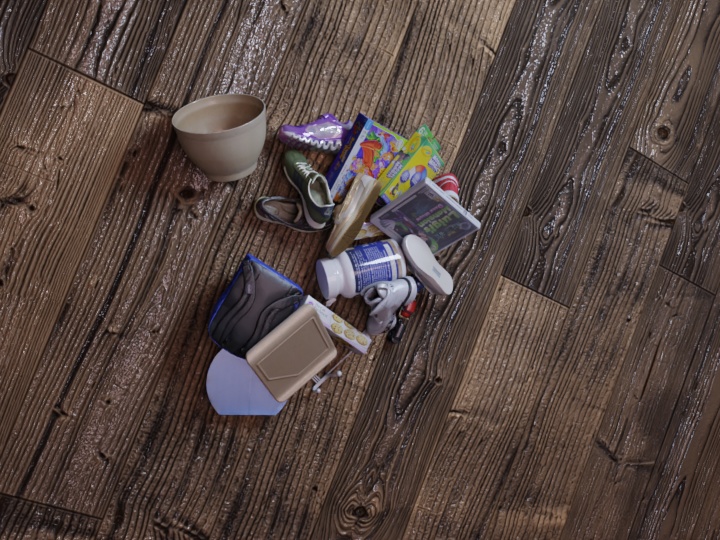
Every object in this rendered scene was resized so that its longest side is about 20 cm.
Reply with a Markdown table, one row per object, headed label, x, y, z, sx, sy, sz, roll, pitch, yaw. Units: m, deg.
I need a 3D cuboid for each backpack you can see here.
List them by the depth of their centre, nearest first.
| label | x | y | z | sx | sy | sz | roll | pitch | yaw |
| --- | --- | --- | --- | --- | --- | --- | --- | --- | --- |
| backpack | -0.237 | 0.089 | 1.526 | 0.161 | 0.168 | 0.202 | 32 | 89 | -10 |

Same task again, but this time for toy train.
| label | x | y | z | sx | sy | sz | roll | pitch | yaw |
| --- | --- | --- | --- | --- | --- | --- | --- | --- | --- |
| toy train | 0.118 | 0.090 | 1.724 | 0.034 | 0.046 | 0.203 | 23 | 87 | -20 |

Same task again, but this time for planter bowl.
| label | x | y | z | sx | sy | sz | roll | pitch | yaw |
| --- | --- | --- | --- | --- | --- | --- | --- | --- | --- |
| planter bowl | -0.290 | -0.277 | 1.476 | 0.197 | 0.201 | 0.137 | -20 | 128 | -17 |

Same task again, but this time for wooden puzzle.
| label | x | y | z | sx | sy | sz | roll | pitch | yaw |
| --- | --- | --- | --- | --- | --- | --- | --- | --- | --- |
| wooden puzzle | -0.152 | 0.184 | 1.531 | 0.184 | 0.037 | 0.201 | -40 | 140 | -13 |

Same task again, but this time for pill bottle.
| label | x | y | z | sx | sy | sz | roll | pitch | yaw |
| --- | --- | --- | --- | --- | --- | --- | --- | --- | --- |
| pill bottle | 0.000 | 0.000 | 1.634 | 0.197 | 0.115 | 0.118 | -13 | 99 | -19 |

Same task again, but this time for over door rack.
| label | x | y | z | sx | sy | sz | roll | pitch | yaw |
| --- | --- | --- | --- | --- | --- | --- | --- | --- | --- |
| over door rack | -0.083 | 0.176 | 1.646 | 0.200 | 0.066 | 0.148 | -46 | 109 | -11 |

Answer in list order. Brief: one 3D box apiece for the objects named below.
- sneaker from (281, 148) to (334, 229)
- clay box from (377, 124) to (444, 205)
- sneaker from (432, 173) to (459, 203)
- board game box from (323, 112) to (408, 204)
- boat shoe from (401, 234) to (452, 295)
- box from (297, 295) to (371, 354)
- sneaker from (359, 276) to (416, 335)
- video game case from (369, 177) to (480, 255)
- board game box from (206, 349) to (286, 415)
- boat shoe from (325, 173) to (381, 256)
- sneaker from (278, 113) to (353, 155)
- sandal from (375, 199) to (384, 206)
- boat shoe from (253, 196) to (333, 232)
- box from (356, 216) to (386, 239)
| label | x | y | z | sx | sy | sz | roll | pitch | yaw |
| --- | --- | --- | --- | --- | --- | --- | --- | --- | --- |
| sneaker | -0.110 | -0.202 | 1.552 | 0.066 | 0.090 | 0.203 | -14 | 74 | -33 |
| clay box | 0.122 | -0.235 | 1.631 | 0.201 | 0.047 | 0.115 | -51 | 143 | 1 |
| sneaker | 0.186 | -0.145 | 1.666 | 0.070 | 0.201 | 0.114 | 17 | 48 | -11 |
| board game box | 0.007 | -0.245 | 1.600 | 0.133 | 0.045 | 0.202 | 17 | 108 | -40 |
| boat shoe | 0.149 | -0.010 | 1.665 | 0.200 | 0.068 | 0.073 | 41 | 53 | -36 |
| box | -0.062 | 0.129 | 1.600 | 0.199 | 0.038 | 0.042 | 38 | 66 | -23 |
| sneaker | 0.041 | 0.086 | 1.618 | 0.113 | 0.201 | 0.076 | -1 | 54 | -37 |
| video game case | 0.149 | -0.113 | 1.604 | 0.181 | 0.199 | 0.024 | 36 | 47 | -23 |
| board game box | -0.259 | 0.252 | 1.598 | 0.196 | 0.039 | 0.161 | 3 | 93 | -15 |
| boat shoe | -0.028 | -0.130 | 1.574 | 0.069 | 0.074 | 0.202 | 33 | 93 | 21 |
| sneaker | -0.095 | -0.323 | 1.595 | 0.197 | 0.080 | 0.090 | 4 | 89 | -26 |
| sandal | 0.099 | -0.247 | 1.684 | 0.082 | 0.050 | 0.204 | 42 | 80 | -18 |
| boat shoe | -0.148 | -0.129 | 1.594 | 0.196 | 0.065 | 0.075 | 5 | 92 | -22 |
| box | 0.060 | -0.114 | 1.683 | 0.196 | 0.039 | 0.042 | -10 | 116 | -20 |
